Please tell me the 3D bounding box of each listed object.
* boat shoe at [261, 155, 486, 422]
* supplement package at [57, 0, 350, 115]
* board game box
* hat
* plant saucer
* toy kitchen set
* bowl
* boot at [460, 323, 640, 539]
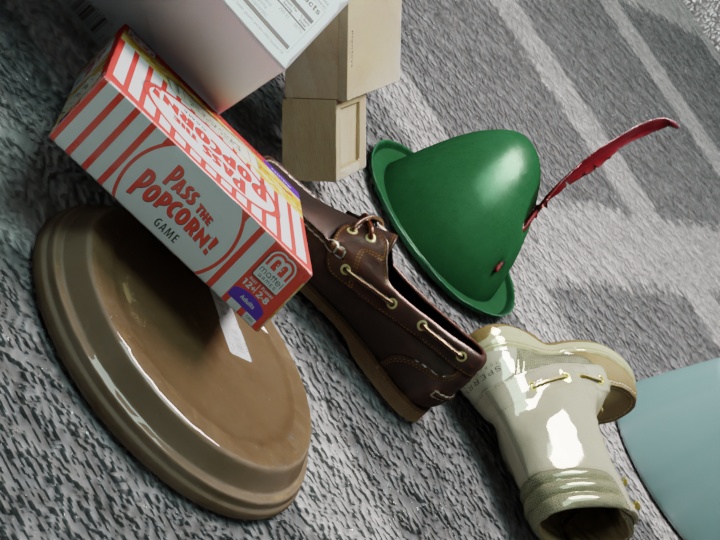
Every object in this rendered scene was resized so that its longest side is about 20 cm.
[{"bbox_3d":[0.000,0.000,1.255,0.200,0.070,0.070,49,22,-6],"label":"boat shoe"},{"bbox_3d":[-0.113,-0.206,1.189,0.200,0.155,0.111,48,62,-11],"label":"supplement package"},{"bbox_3d":[-0.098,-0.057,1.103,0.151,0.046,0.200,44,8,-14],"label":"board game box"},{"bbox_3d":[0.125,-0.085,1.499,0.166,0.176,0.200,47,21,-11],"label":"hat"},{"bbox_3d":[-0.093,0.041,1.050,0.200,0.029,0.201,43,22,-22],"label":"plant saucer"},{"bbox_3d":[-0.073,-0.176,1.386,0.163,0.178,0.202,-33,125,-72],"label":"toy kitchen set"},{"bbox_3d":[0.310,0.152,1.609,0.201,0.105,0.202,44,23,-23],"label":"bowl"},{"bbox_3d":[0.153,0.124,1.371,0.199,0.072,0.156,16,40,-50],"label":"boot"}]
